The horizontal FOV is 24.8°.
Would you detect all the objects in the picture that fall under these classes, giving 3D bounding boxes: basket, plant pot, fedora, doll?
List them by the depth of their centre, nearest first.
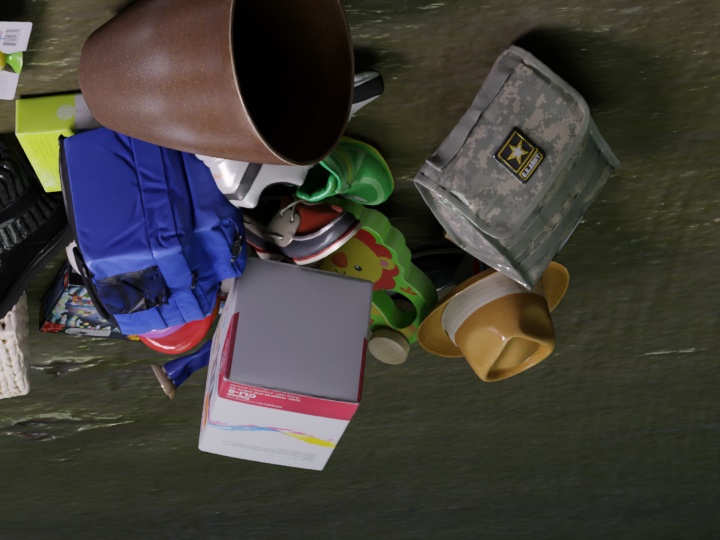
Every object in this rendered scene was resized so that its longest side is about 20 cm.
[{"bbox_3d":[-0.137,-0.175,1.413,0.199,0.188,0.187,-4,158,31],"label":"plant pot"},{"bbox_3d":[0.160,0.067,1.823,0.200,0.082,0.201,-20,153,-10],"label":"fedora"},{"bbox_3d":[-0.441,0.059,1.853,0.123,0.136,0.200,-3,154,-7],"label":"basket"},{"bbox_3d":[-0.156,0.088,2.002,0.199,0.049,0.136,-28,171,-6],"label":"doll"}]

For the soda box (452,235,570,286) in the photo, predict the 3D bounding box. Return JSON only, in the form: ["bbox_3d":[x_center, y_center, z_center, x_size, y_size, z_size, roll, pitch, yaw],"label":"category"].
[{"bbox_3d":[0.173,-0.025,1.831,0.068,0.064,0.200,-11,151,-24],"label":"soda box"}]

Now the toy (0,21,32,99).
[{"bbox_3d":[-0.397,-0.199,1.439,0.199,0.047,0.115,2,150,-21],"label":"toy"}]

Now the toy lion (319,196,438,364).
[{"bbox_3d":[0.000,0.000,1.829,0.199,0.069,0.192,30,145,-5],"label":"toy lion"}]

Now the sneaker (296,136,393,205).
[{"bbox_3d":[-0.041,-0.101,1.656,0.074,0.084,0.200,-23,149,32],"label":"sneaker"}]

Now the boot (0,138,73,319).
[{"bbox_3d":[-0.397,-0.033,1.678,0.211,0.079,0.158,-47,150,2],"label":"boot"}]

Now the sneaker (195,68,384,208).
[{"bbox_3d":[-0.058,-0.126,1.530,0.200,0.080,0.074,-31,-166,-20],"label":"sneaker"}]

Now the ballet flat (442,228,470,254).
[{"bbox_3d":[0.105,-0.087,1.725,0.065,0.071,0.200,20,146,19],"label":"ballet flat"}]

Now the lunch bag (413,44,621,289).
[{"bbox_3d":[0.146,-0.102,1.579,0.117,0.164,0.200,32,174,33],"label":"lunch bag"}]

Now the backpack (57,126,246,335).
[{"bbox_3d":[-0.194,-0.029,1.581,0.167,0.163,0.200,-7,153,-3],"label":"backpack"}]

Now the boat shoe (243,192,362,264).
[{"bbox_3d":[-0.068,-0.050,1.705,0.071,0.063,0.200,-37,-162,-24],"label":"boat shoe"}]

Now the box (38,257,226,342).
[{"bbox_3d":[-0.269,0.040,1.950,0.199,0.040,0.137,7,152,-23],"label":"box"}]

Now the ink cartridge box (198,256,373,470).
[{"bbox_3d":[-0.082,0.103,1.723,0.144,0.146,0.200,10,151,-8],"label":"ink cartridge box"}]

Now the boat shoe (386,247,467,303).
[{"bbox_3d":[0.050,0.026,1.946,0.198,0.066,0.075,-11,152,12],"label":"boat shoe"}]

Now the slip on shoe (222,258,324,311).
[{"bbox_3d":[-0.083,0.025,1.797,0.061,0.076,0.200,49,140,-4],"label":"slip on shoe"}]

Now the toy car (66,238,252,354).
[{"bbox_3d":[-0.215,0.010,1.774,0.174,0.151,0.200,-10,153,10],"label":"toy car"}]

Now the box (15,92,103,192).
[{"bbox_3d":[-0.225,-0.131,1.606,0.199,0.048,0.122,-5,154,3],"label":"box"}]
